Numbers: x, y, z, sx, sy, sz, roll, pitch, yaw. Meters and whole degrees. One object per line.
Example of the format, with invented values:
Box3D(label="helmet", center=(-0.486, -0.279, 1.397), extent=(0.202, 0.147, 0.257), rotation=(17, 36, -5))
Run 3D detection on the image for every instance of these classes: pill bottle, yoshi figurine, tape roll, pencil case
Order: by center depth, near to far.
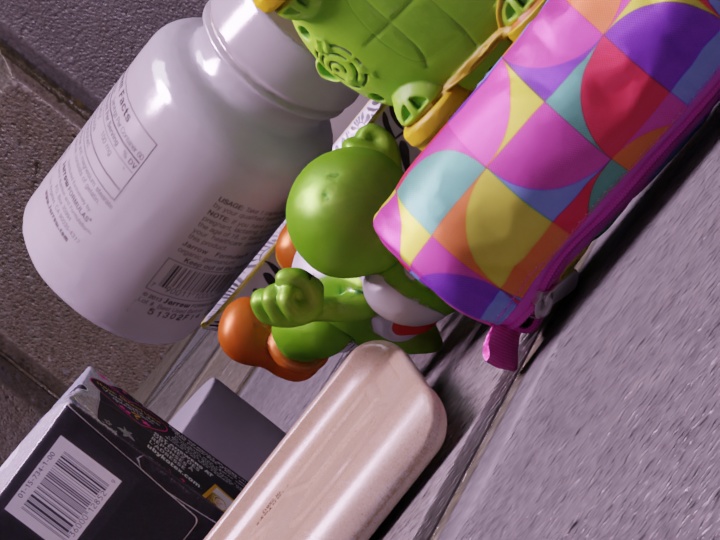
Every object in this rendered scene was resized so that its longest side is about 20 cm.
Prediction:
Box3D(label="pencil case", center=(0.093, -0.061, 1.182), extent=(0.200, 0.088, 0.088), rotation=(-53, 4, 12))
Box3D(label="yoshi figurine", center=(-0.010, -0.012, 1.401), extent=(0.112, 0.113, 0.200), rotation=(-10, -7, -25))
Box3D(label="pill bottle", center=(-0.080, -0.066, 1.545), extent=(0.200, 0.114, 0.114), rotation=(-50, 5, 29))
Box3D(label="tape roll", center=(-0.121, 0.159, 1.709), extent=(0.200, 0.066, 0.200), rotation=(-52, 5, 6))

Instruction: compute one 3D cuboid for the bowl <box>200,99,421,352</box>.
Box3D(label="bowl", center=(0.010, -0.021, 1.614), extent=(0.201, 0.094, 0.201), rotation=(-52, 5, 6))

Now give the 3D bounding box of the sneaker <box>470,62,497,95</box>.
Box3D(label="sneaker", center=(0.136, -0.106, 1.302), extent=(0.200, 0.066, 0.078), rotation=(-45, 34, -2))

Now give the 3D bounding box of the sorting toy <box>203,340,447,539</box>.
Box3D(label="sorting toy", center=(-0.028, 0.119, 1.298), extent=(0.185, 0.036, 0.200), rotation=(-52, 9, 1))

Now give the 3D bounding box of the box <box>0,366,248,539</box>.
Box3D(label="box", center=(-0.148, 0.167, 1.464), extent=(0.200, 0.132, 0.115), rotation=(-53, 4, 6))

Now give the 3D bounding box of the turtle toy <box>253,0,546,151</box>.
Box3D(label="turtle toy", center=(0.046, -0.154, 1.372), extent=(0.200, 0.146, 0.101), rotation=(-42, 12, 31))

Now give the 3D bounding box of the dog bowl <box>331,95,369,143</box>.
Box3D(label="dog bowl", center=(0.010, -0.114, 1.754), extent=(0.200, 0.200, 0.074), rotation=(-51, -5, 8))
